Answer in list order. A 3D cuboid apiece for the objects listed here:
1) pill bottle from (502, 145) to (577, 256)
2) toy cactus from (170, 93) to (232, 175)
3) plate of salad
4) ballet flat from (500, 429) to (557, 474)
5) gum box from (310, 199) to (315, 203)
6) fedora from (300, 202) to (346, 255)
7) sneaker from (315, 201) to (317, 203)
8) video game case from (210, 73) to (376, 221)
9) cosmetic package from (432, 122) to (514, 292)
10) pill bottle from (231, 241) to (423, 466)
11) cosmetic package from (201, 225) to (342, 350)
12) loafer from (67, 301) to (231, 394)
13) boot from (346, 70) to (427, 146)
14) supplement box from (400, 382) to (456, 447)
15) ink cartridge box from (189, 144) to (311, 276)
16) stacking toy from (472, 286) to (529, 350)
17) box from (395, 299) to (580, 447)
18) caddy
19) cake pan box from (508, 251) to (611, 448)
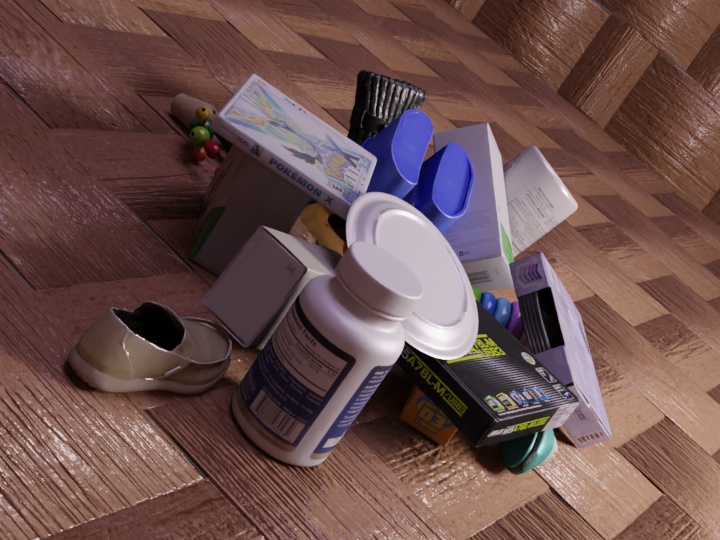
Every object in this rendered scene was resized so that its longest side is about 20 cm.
[{"bbox_3d":[0.200,-0.076,1.897,0.115,0.199,0.114,52,8,-11],"label":"pill bottle"},{"bbox_3d":[-0.182,-0.191,1.751,0.164,0.103,0.199,33,27,22],"label":"toy cactus"},{"bbox_3d":[0.051,0.008,1.408,0.199,0.048,0.202,33,38,-30],"label":"plate of salad"},{"bbox_3d":[0.203,0.186,1.561,0.070,0.067,0.201,43,20,-19],"label":"ballet flat"},{"bbox_3d":[0.012,-0.105,1.912,0.169,0.045,0.200,33,22,-6],"label":"gum box"},{"bbox_3d":[0.000,0.000,1.616,0.199,0.082,0.201,28,21,-12],"label":"fedora"},{"bbox_3d":[0.032,-0.059,1.768,0.199,0.076,0.076,31,66,-7],"label":"sneaker"},{"bbox_3d":[-0.069,-0.142,1.484,0.181,0.022,0.200,34,21,-6],"label":"video game case"},{"bbox_3d":[0.152,-0.082,1.788,0.108,0.084,0.203,53,31,-62],"label":"cosmetic package"},{"bbox_3d":[-0.027,0.076,1.242,0.110,0.201,0.111,30,21,-13],"label":"pill bottle"},{"bbox_3d":[-0.068,0.027,1.368,0.073,0.104,0.200,43,8,21],"label":"cosmetic package"},{"bbox_3d":[-0.178,0.068,1.213,0.076,0.069,0.199,43,22,21],"label":"loafer"},{"bbox_3d":[0.056,-0.174,1.807,0.079,0.160,0.210,17,1,38],"label":"boot"},{"bbox_3d":[0.100,0.124,1.528,0.066,0.069,0.200,33,19,1],"label":"supplement box"},{"bbox_3d":[-0.121,-0.092,1.535,0.083,0.145,0.201,29,22,-14],"label":"ink cartridge box"},{"bbox_3d":[0.133,0.048,1.736,0.198,0.086,0.086,27,22,-7],"label":"stacking toy"},{"bbox_3d":[0.123,0.103,1.454,0.193,0.048,0.199,47,26,26],"label":"box"},{"bbox_3d":[0.059,-0.106,1.665,0.141,0.105,0.201,40,35,-14],"label":"caddy"},{"bbox_3d":[0.248,0.100,1.638,0.200,0.052,0.186,48,26,-55],"label":"cake pan box"}]
